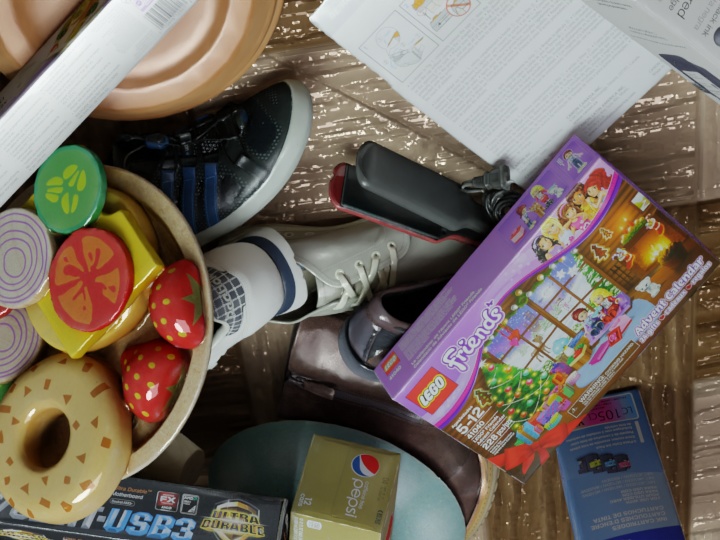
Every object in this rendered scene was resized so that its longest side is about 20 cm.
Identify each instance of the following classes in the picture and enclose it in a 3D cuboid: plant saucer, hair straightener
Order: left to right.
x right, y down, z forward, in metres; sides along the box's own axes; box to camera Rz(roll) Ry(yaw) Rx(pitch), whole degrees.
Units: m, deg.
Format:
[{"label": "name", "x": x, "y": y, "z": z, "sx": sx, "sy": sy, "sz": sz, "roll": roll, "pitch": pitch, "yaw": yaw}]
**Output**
[{"label": "plant saucer", "x": -0.140, "y": -0.170, "z": 0.968, "sx": 0.198, "sy": 0.038, "sz": 0.202, "roll": -4, "pitch": 128, "yaw": -4}, {"label": "plant saucer", "x": -0.023, "y": 0.190, "z": 1.216, "sx": 0.199, "sy": 0.039, "sz": 0.202, "roll": 11, "pitch": 137, "yaw": 10}, {"label": "hair straightener", "x": 0.081, "y": -0.033, "z": 1.059, "sx": 0.199, "sy": 0.041, "sz": 0.077, "roll": 25, "pitch": 148, "yaw": -18}]

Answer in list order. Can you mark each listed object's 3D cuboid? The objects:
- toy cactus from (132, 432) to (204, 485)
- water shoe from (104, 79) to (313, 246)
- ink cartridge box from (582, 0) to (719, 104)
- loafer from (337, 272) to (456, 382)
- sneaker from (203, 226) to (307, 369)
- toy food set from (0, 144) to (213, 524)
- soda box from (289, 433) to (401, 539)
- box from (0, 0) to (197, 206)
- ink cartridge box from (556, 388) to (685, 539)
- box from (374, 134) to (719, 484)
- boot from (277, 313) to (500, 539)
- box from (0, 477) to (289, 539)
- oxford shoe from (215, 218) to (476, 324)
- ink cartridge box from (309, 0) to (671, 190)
[{"label": "toy cactus", "x": -0.185, "y": 0.106, "z": 1.111, "sx": 0.164, "sy": 0.102, "sz": 0.201, "roll": 23, "pitch": 142, "yaw": 23}, {"label": "water shoe", "x": -0.117, "y": -0.057, "z": 1.030, "sx": 0.200, "sy": 0.072, "sz": 0.079, "roll": -38, "pitch": 132, "yaw": 21}, {"label": "ink cartridge box", "x": 0.241, "y": -0.171, "z": 0.957, "sx": 0.199, "sy": 0.084, "sz": 0.146, "roll": 30, "pitch": 91, "yaw": -27}, {"label": "loafer", "x": 0.084, "y": 0.032, "z": 1.103, "sx": 0.198, "sy": 0.072, "sz": 0.063, "roll": -7, "pitch": 149, "yaw": -25}, {"label": "sneaker", "x": -0.120, "y": 0.034, "z": 1.062, "sx": 0.077, "sy": 0.080, "sz": 0.200, "roll": 55, "pitch": 138, "yaw": 1}, {"label": "toy food set", "x": -0.174, "y": 0.033, "z": 0.988, "sx": 0.200, "sy": 0.198, "sz": 0.049, "roll": -46, "pitch": 155, "yaw": 20}, {"label": "soda box", "x": -0.014, "y": 0.205, "z": 1.149, "sx": 0.063, "sy": 0.068, "sz": 0.201, "roll": 11, "pitch": 138, "yaw": 7}, {"label": "box", "x": -0.172, "y": -0.111, "z": 0.960, "sx": 0.041, "sy": 0.039, "sz": 0.200, "roll": 35, "pitch": 116, "yaw": -27}, {"label": "ink cartridge box", "x": 0.197, "y": 0.205, "z": 1.198, "sx": 0.076, "sy": 0.201, "sz": 0.137, "roll": -14, "pitch": 128, "yaw": 3}, {"label": "box", "x": 0.122, "y": 0.030, "z": 1.063, "sx": 0.136, "sy": 0.039, "sz": 0.200, "roll": 34, "pitch": 101, "yaw": -34}, {"label": "boot", "x": 0.022, "y": 0.110, "z": 1.196, "sx": 0.165, "sy": 0.073, "sz": 0.201, "roll": 7, "pitch": 124, "yaw": -3}, {"label": "box", "x": -0.148, "y": 0.187, "z": 1.127, "sx": 0.198, "sy": 0.050, "sz": 0.199, "roll": 7, "pitch": 156, "yaw": 1}, {"label": "oxford shoe", "x": 0.000, "y": 0.000, "z": 1.105, "sx": 0.198, "sy": 0.058, "sz": 0.076, "roll": -5, "pitch": 124, "yaw": -7}, {"label": "ink cartridge box", "x": 0.091, "y": -0.158, "z": 1.007, "sx": 0.199, "sy": 0.050, "sz": 0.162, "roll": 36, "pitch": 116, "yaw": -24}]
